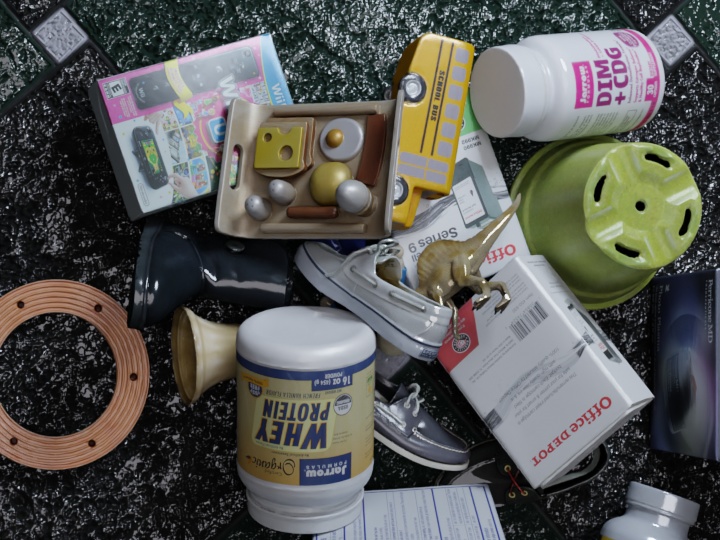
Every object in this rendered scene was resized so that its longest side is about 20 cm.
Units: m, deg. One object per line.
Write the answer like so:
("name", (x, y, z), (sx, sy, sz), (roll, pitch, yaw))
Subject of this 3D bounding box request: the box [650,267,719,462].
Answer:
("box", (0.401, 0.101, 1.563), (0.122, 0.198, 0.203), (1, 86, -9))

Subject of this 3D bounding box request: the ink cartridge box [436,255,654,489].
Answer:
("ink cartridge box", (0.191, 0.106, 1.528), (0.147, 0.083, 0.201), (-44, 72, 23))

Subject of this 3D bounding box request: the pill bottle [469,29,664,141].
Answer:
("pill bottle", (0.224, -0.200, 1.560), (0.198, 0.113, 0.115), (-10, 89, -33))

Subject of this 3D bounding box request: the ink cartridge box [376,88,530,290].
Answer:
("ink cartridge box", (0.084, -0.077, 1.577), (0.145, 0.084, 0.202), (-21, 90, -11))

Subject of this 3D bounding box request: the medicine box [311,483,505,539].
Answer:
("medicine box", (0.048, 0.303, 1.482), (0.197, 0.182, 0.104), (-5, 101, 0))

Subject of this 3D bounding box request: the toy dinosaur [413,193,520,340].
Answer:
("toy dinosaur", (0.106, 0.002, 1.479), (0.200, 0.058, 0.101), (-41, 61, 2))

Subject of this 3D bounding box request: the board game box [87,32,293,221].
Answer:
("board game box", (-0.170, -0.154, 1.532), (0.198, 0.064, 0.149), (-19, 90, -23))

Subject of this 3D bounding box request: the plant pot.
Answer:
("plant pot", (0.276, -0.061, 1.558), (0.198, 0.184, 0.203), (1, 87, -10))

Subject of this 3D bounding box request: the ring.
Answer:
("ring", (-0.325, 0.111, 1.533), (0.198, 0.019, 0.203), (0, 87, -10))

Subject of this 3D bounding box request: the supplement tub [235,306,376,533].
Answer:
("supplement tub", (-0.056, 0.151, 1.468), (0.143, 0.145, 0.202), (-2, 108, -9))

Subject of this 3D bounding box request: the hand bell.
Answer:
("hand bell", (-0.096, 0.083, 1.552), (0.198, 0.104, 0.106), (-4, 88, -23))

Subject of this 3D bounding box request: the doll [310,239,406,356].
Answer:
("doll", (0.000, 0.000, 1.551), (0.048, 0.136, 0.202), (-21, 84, -49))

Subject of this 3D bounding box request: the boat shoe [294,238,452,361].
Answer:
("boat shoe", (0.017, 0.004, 1.463), (0.074, 0.201, 0.087), (10, 111, -50))

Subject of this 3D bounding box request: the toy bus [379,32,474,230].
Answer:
("toy bus", (0.060, -0.141, 1.500), (0.077, 0.065, 0.203), (12, 83, -16))

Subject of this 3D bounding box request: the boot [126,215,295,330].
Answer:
("boot", (-0.151, 0.008, 1.485), (0.166, 0.201, 0.077), (10, 113, -6))

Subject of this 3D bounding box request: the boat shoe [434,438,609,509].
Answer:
("boat shoe", (0.178, 0.220, 1.590), (0.199, 0.063, 0.075), (-16, 92, -8))

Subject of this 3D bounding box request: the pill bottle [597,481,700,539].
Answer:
("pill bottle", (0.305, 0.341, 1.578), (0.111, 0.112, 0.202), (19, 84, -8))

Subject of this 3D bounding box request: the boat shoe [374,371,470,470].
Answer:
("boat shoe", (0.039, 0.150, 1.558), (0.199, 0.073, 0.063), (28, 107, -3))

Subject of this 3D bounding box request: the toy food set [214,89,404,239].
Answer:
("toy food set", (-0.051, -0.109, 1.455), (0.198, 0.060, 0.145), (1, 79, 24))
